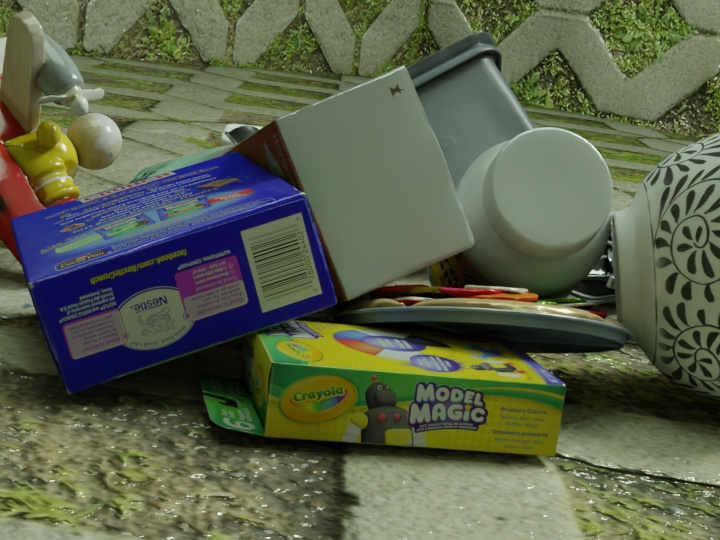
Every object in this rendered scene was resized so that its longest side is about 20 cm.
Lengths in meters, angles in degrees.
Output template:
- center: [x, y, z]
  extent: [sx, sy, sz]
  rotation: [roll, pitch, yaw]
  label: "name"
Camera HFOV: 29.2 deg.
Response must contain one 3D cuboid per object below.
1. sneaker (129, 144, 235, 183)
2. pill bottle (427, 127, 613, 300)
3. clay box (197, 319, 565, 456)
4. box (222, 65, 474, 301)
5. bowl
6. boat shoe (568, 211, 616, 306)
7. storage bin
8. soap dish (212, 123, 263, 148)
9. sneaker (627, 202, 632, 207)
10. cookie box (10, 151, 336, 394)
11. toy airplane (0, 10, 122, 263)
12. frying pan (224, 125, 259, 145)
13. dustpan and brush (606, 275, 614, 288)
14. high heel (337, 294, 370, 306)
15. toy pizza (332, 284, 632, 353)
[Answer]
- center: [-0.185, -0.052, 1.237]
  extent: [0.117, 0.074, 0.200]
  rotation: [-12, 14, 32]
  label: "sneaker"
- center: [0.115, -0.027, 0.989]
  extent: [0.111, 0.114, 0.200]
  rotation: [7, -16, -4]
  label: "pill bottle"
- center: [0.008, 0.065, 0.813]
  extent: [0.198, 0.048, 0.115]
  rotation: [6, 10, -13]
  label: "clay box"
- center: [-0.015, -0.052, 0.961]
  extent: [0.097, 0.125, 0.200]
  rotation: [-23, 4, -15]
  label: "box"
- center: [0.221, 0.001, 0.942]
  extent: [0.093, 0.203, 0.201]
  rotation: [-3, 10, 9]
  label: "bowl"
- center: [0.222, -0.008, 1.213]
  extent: [0.198, 0.068, 0.074]
  rotation: [6, 44, -35]
  label: "boat shoe"
- center: [0.073, -0.097, 1.282]
  extent: [0.199, 0.146, 0.135]
  rotation: [-27, 63, -11]
  label: "storage bin"
- center: [-0.062, -0.101, 1.480]
  extent: [0.198, 0.082, 0.157]
  rotation: [6, 12, -5]
  label: "soap dish"
- center: [0.353, -0.027, 1.376]
  extent: [0.201, 0.078, 0.146]
  rotation: [4, -4, 37]
  label: "sneaker"
- center: [-0.125, -0.007, 0.876]
  extent: [0.170, 0.076, 0.200]
  rotation: [-18, 17, -12]
  label: "cookie box"
- center: [-0.260, -0.106, 1.087]
  extent: [0.140, 0.201, 0.200]
  rotation: [-8, 15, -19]
  label: "toy airplane"
- center: [-0.045, -0.069, 1.240]
  extent: [0.190, 0.031, 0.115]
  rotation: [38, 4, -17]
  label: "frying pan"
- center: [0.290, 0.031, 1.184]
  extent: [0.139, 0.058, 0.200]
  rotation: [24, 23, 18]
  label: "dustpan and brush"
- center: [0.000, 0.000, 1.168]
  extent: [0.143, 0.072, 0.200]
  rotation: [47, 11, 25]
  label: "high heel"
- center: [0.080, 0.030, 0.917]
  extent: [0.198, 0.032, 0.200]
  rotation: [4, -8, 1]
  label: "toy pizza"
